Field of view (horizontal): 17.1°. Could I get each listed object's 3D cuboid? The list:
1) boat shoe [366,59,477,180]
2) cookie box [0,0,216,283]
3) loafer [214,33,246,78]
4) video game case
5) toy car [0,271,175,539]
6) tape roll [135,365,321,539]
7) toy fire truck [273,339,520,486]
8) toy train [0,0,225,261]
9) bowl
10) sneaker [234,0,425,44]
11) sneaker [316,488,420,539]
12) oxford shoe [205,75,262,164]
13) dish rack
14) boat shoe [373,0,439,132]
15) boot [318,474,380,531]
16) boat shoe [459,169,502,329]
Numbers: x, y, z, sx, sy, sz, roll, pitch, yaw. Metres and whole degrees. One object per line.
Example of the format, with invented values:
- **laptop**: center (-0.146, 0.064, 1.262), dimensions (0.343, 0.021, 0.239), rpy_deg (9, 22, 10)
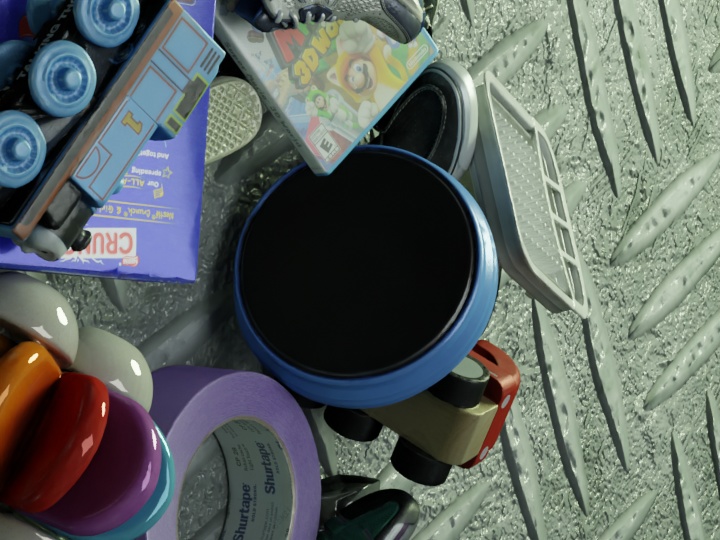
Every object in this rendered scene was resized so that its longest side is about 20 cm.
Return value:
- **boat shoe**: center (0.028, -0.070, 1.839), dimensions (0.071, 0.072, 0.201), rpy_deg (-16, 138, -48)
- **cookie box**: center (-0.189, -0.097, 1.555), dimensions (0.170, 0.075, 0.202), rpy_deg (6, 87, -35)
- **loafer**: center (-0.091, -0.173, 1.726), dimensions (0.200, 0.070, 0.069), rpy_deg (0, 93, -54)
- **video game case**: center (-0.039, -0.190, 1.714), dimensions (0.143, 0.018, 0.200), rpy_deg (-48, 116, -26)
- **toy car**: center (-0.196, 0.111, 1.523), dimensions (0.200, 0.149, 0.176), rpy_deg (41, 68, -48)
- **tape roll**: center (-0.112, 0.171, 1.728), dimensions (0.200, 0.065, 0.202), rpy_deg (-8, 100, -54)
- **toy fire truck**: center (0.047, 0.081, 1.865), dimensions (0.200, 0.175, 0.129), rpy_deg (-22, 138, -57)
- **toy train**: center (-0.175, -0.097, 1.470), dimensions (0.114, 0.086, 0.201), rpy_deg (43, 69, -32)
- **bowl**: center (0.000, 0.000, 1.757), dimensions (0.039, 0.199, 0.202), rpy_deg (59, 44, -65)
- **sneaker**: center (-0.046, -0.199, 1.662), dimensions (0.199, 0.077, 0.086), rpy_deg (28, 83, -26)
- **sneaker**: center (-0.016, 0.255, 1.803), dimensions (0.200, 0.074, 0.088), rpy_deg (-45, 118, 2)
- **oxford shoe**: center (-0.159, -0.088, 1.656), dimensions (0.199, 0.058, 0.076), rpy_deg (-22, 109, -36)
- **dish rack**: center (0.125, -0.054, 1.909), dimensions (0.200, 0.043, 0.173), rpy_deg (37, 40, -66)
- **boat shoe**: center (0.019, -0.177, 1.827), dimensions (0.200, 0.074, 0.066), rpy_deg (97, 1, -56)
- **boot**: center (-0.003, 0.261, 1.896), dimensions (0.164, 0.065, 0.202), rpy_deg (-4, 92, -56)
- **boat shoe**: center (0.083, -0.026, 1.959), dimensions (0.062, 0.074, 0.201), rpy_deg (55, 25, -60)
